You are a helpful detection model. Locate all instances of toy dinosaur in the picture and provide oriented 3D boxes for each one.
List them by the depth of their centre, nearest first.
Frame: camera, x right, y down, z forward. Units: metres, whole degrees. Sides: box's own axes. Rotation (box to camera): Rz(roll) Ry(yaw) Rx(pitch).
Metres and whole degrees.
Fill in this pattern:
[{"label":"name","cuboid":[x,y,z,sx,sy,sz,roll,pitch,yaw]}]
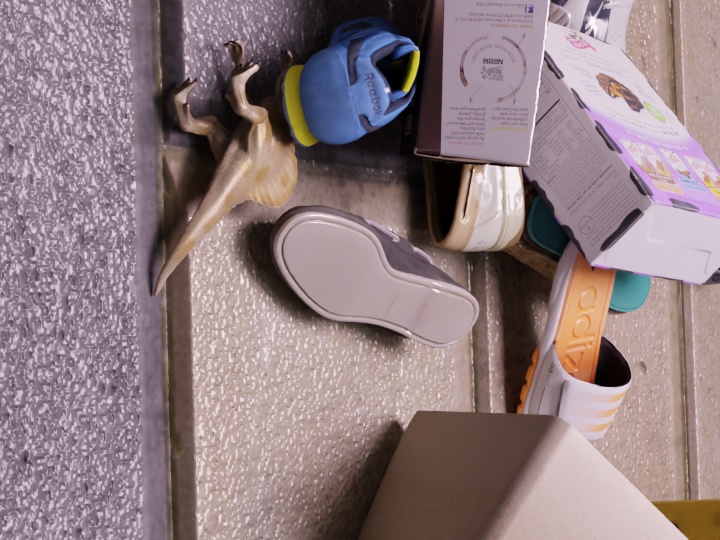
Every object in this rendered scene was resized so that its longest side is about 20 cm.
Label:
[{"label":"toy dinosaur","cuboid":[-0.072,-0.077,1.188,0.200,0.058,0.101,-52,128,-41]}]

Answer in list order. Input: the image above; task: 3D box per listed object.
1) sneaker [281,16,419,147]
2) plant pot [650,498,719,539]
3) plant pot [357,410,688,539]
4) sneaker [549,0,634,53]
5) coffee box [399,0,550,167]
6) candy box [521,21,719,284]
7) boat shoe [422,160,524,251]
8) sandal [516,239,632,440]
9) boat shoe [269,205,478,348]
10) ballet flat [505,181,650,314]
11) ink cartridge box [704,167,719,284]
[{"label":"sneaker","cuboid":[0.012,-0.127,1.253,0.200,0.078,0.066,-51,128,-68]},{"label":"plant pot","cuboid":[0.301,0.274,1.554,0.176,0.200,0.201,24,68,-38]},{"label":"plant pot","cuboid":[0.096,0.224,1.256,0.200,0.200,0.177,45,70,-17]},{"label":"sneaker","cuboid":[0.218,-0.251,1.525,0.079,0.129,0.200,-9,95,-52]},{"label":"coffee box","cuboid":[0.079,-0.170,1.276,0.113,0.079,0.201,-152,-112,-85]},{"label":"candy box","cuboid":[0.182,-0.091,1.428,0.167,0.072,0.200,8,42,-52]},{"label":"boat shoe","cuboid":[0.069,-0.111,1.365,0.066,0.074,0.201,-8,87,-31]},{"label":"sandal","cuboid":[0.171,0.068,1.444,0.079,0.059,0.207,-14,122,-39]},{"label":"boat shoe","cuboid":[0.000,0.000,1.289,0.200,0.057,0.067,27,102,-45]},{"label":"ballet flat","cuboid":[0.154,-0.022,1.474,0.200,0.065,0.071,36,74,-48]},{"label":"ink cartridge box","cuboid":[0.266,-0.053,1.643,0.200,0.044,0.094,18,71,-51]}]
